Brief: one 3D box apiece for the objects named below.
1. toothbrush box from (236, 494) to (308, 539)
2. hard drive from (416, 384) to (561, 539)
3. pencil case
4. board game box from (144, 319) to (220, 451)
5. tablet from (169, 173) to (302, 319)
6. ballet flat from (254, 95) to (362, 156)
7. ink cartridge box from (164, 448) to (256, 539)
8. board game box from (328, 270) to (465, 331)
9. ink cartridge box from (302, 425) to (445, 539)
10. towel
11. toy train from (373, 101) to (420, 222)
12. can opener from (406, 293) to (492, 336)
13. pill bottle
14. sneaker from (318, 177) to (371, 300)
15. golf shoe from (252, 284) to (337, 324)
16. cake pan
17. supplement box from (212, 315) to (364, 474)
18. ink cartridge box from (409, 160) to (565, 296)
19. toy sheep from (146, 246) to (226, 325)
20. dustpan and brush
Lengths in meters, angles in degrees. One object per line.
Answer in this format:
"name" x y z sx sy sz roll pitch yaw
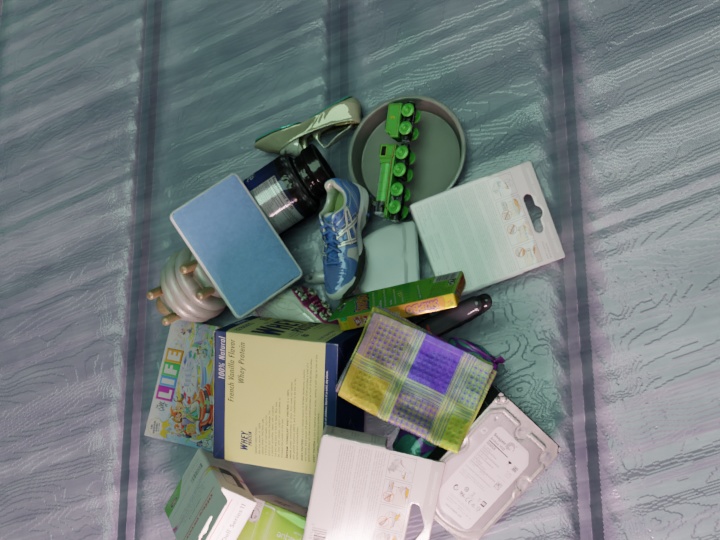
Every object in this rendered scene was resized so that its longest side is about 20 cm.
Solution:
"toothbrush box" -0.121 0.460 1.302 0.144 0.086 0.202 16 84 21
"hard drive" 0.174 0.283 1.230 0.140 0.038 0.200 43 90 -17
"pencil case" 0.129 0.200 1.281 0.092 0.085 0.201 25 86 34
"board game box" -0.275 0.191 1.441 0.133 0.034 0.202 8 80 20
"tablet" -0.196 -0.039 1.360 0.130 0.014 0.201 -34 89 -12
"ballet flat" -0.086 -0.231 1.465 0.198 0.069 0.070 -23 71 12
"ink cartridge box" -0.226 0.366 1.305 0.118 0.067 0.200 -60 24 -1
"board game box" 0.054 0.047 1.285 0.198 0.096 0.030 -11 107 19
"ink cartridge box" 0.015 0.334 1.206 0.174 0.045 0.202 12 101 3
"towel" 0.076 0.151 1.204 0.199 0.023 0.144 27 74 8
"toy train" 0.056 -0.175 1.377 0.056 0.042 0.202 3 79 29
"can opener" 0.113 0.081 1.289 0.199 0.063 0.079 -28 87 45
"pill bottle" -0.139 -0.119 1.428 0.199 0.112 0.112 -33 70 8
"sneaker" -0.037 -0.051 1.350 0.075 0.077 0.202 -14 62 38
"golf shoe" -0.122 0.058 1.411 0.200 0.075 0.092 38 106 24
"cake pan" 0.078 -0.188 1.412 0.198 0.037 0.203 -4 76 18
"supplement box" -0.106 0.184 1.305 0.198 0.134 0.202 4 98 18
"ink cartridge box" 0.194 -0.059 1.329 0.198 0.047 0.162 -20 84 5
"toy sheep" -0.267 0.020 1.421 0.199 0.137 0.139 -28 69 30
"dustpan and brush" 0.000 0.000 1.393 0.198 0.057 0.141 -5 74 10
